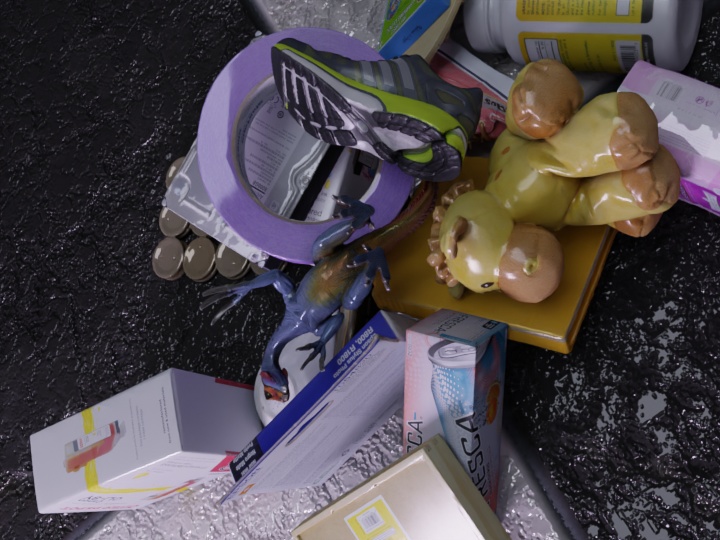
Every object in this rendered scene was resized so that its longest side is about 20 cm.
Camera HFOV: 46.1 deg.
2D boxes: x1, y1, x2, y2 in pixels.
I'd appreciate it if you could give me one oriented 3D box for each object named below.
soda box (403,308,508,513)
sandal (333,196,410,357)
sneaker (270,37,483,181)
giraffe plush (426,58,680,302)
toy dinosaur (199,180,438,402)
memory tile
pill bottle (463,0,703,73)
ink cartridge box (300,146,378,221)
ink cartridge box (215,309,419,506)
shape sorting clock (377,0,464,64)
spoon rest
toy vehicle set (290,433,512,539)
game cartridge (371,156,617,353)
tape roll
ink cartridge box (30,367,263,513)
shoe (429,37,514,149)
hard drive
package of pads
[{"bbox_3d":[0.077,0.141,0.711,0.067,0.063,0.205,11,111,32],"label":"soda box"},{"bbox_3d":[0.000,0.000,0.839,0.053,0.080,0.205,13,87,31],"label":"sandal"},{"bbox_3d":[0.012,-0.143,0.694,0.197,0.075,0.081,29,57,18],"label":"sneaker"},{"bbox_3d":[0.127,-0.050,0.665,0.198,0.173,0.163,24,73,46],"label":"giraffe plush"},{"bbox_3d":[-0.024,0.032,0.705,0.106,0.197,0.182,58,145,20],"label":"toy dinosaur"},{"bbox_3d":[-0.157,-0.064,0.984,0.196,0.017,0.157,-1,76,30],"label":"memory tile"},{"bbox_3d":[0.198,-0.239,0.766,0.196,0.112,0.115,11,82,32],"label":"pill bottle"},{"bbox_3d":[-0.060,-0.127,0.891,0.142,0.084,0.205,14,83,21],"label":"ink cartridge box"},{"bbox_3d":[-0.023,0.119,0.744,0.200,0.199,0.041,-46,68,10],"label":"ink cartridge box"},{"bbox_3d":[0.070,-0.289,0.841,0.201,0.038,0.203,126,154,-43],"label":"shape sorting clock"},{"bbox_3d":[-0.058,0.078,0.861,0.098,0.060,0.205,22,106,33],"label":"spoon rest"},{"bbox_3d":[0.033,0.235,0.715,0.200,0.026,0.125,-41,80,39],"label":"toy vehicle set"},{"bbox_3d":[0.122,-0.024,0.765,0.197,0.033,0.178,11,59,34],"label":"game cartridge"},{"bbox_3d":[-0.045,-0.109,0.765,0.195,0.066,0.206,0,89,1],"label":"tape roll"},{"bbox_3d":[-0.217,0.182,0.875,0.197,0.144,0.085,-25,67,23],"label":"ink cartridge box"},{"bbox_3d":[0.115,-0.144,0.818,0.092,0.071,0.200,-51,53,10],"label":"shoe"},{"bbox_3d":[-0.094,-0.119,0.835,0.138,0.038,0.203,30,90,21],"label":"hard drive"},{"bbox_3d":[0.296,-0.084,0.661,0.198,0.120,0.077,32,92,32],"label":"package of pads"}]
